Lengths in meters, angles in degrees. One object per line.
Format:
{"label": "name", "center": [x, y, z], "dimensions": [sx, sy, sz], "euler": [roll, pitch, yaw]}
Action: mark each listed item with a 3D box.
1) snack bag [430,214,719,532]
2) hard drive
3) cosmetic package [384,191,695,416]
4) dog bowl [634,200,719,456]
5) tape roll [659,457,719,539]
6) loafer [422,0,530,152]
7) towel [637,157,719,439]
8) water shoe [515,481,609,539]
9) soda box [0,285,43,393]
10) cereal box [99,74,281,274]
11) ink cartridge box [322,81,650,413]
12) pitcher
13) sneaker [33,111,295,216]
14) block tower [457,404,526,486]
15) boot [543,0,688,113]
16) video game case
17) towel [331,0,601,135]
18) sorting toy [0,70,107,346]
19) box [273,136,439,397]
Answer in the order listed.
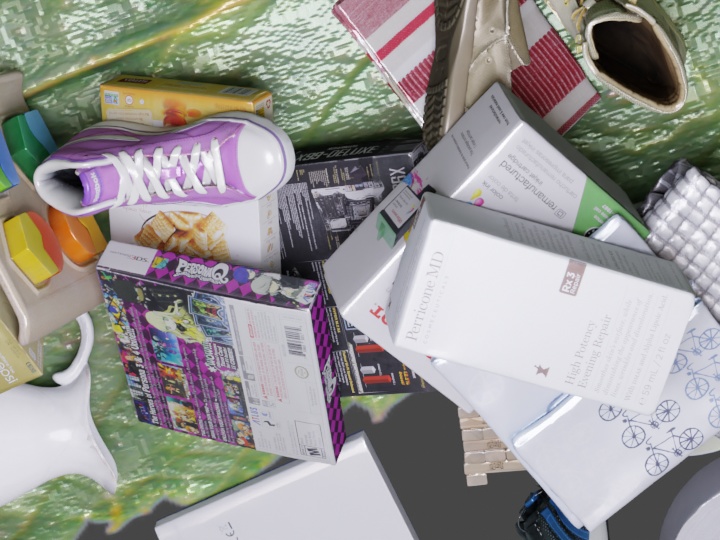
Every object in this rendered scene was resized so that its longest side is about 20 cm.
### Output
{"label": "snack bag", "center": [0.181, 0.076, 1.619], "dimensions": [0.188, 0.021, 0.200], "euler": [-38, 112, 10]}
{"label": "hard drive", "center": [-0.058, 0.234, 1.864], "dimensions": [0.199, 0.025, 0.133], "euler": [-24, 104, 10]}
{"label": "cosmetic package", "center": [0.126, 0.024, 1.547], "dimensions": [0.198, 0.074, 0.102], "euler": [14, 108, -9]}
{"label": "dog bowl", "center": [0.258, 0.045, 1.763], "dimensions": [0.198, 0.079, 0.202], "euler": [1, 107, 3]}
{"label": "tape roll", "center": [0.352, 0.249, 1.827], "dimensions": [0.198, 0.066, 0.202], "euler": [1, 107, 2]}
{"label": "loafer", "center": [0.094, -0.181, 1.657], "dimensions": [0.067, 0.076, 0.202], "euler": [9, 94, -20]}
{"label": "towel", "center": [0.274, 0.027, 1.674], "dimensions": [0.199, 0.086, 0.166], "euler": [34, 107, -9]}
{"label": "water shoe", "center": [0.167, 0.202, 1.819], "dimensions": [0.078, 0.072, 0.202], "euler": [-5, 106, 7]}
{"label": "soda box", "center": [-0.291, 0.008, 1.714], "dimensions": [0.064, 0.201, 0.068], "euler": [-23, 127, 12]}
{"label": "cereal box", "center": [-0.135, -0.051, 1.744], "dimensions": [0.143, 0.039, 0.202], "euler": [7, 112, 25]}
{"label": "ink cartridge box", "center": [0.091, -0.014, 1.624], "dimensions": [0.145, 0.084, 0.200], "euler": [38, 105, -25]}
{"label": "pitcher", "center": [-0.310, 0.116, 1.806], "dimensions": [0.198, 0.121, 0.173], "euler": [-8, 87, -6]}
{"label": "sneaker", "center": [-0.155, -0.070, 1.657], "dimensions": [0.199, 0.114, 0.073], "euler": [-3, 106, 26]}
{"label": "block tower", "center": [0.102, 0.072, 1.792], "dimensions": [0.057, 0.054, 0.202], "euler": [-5, 107, 6]}
{"label": "boot", "center": [0.175, -0.206, 1.650], "dimensions": [0.072, 0.155, 0.200], "euler": [-43, 98, 16]}
{"label": "video game case", "center": [-0.108, 0.068, 1.738], "dimensions": [0.180, 0.036, 0.201], "euler": [10, 141, 16]}
{"label": "towel", "center": [0.085, -0.171, 1.704], "dimensions": [0.144, 0.023, 0.200], "euler": [-42, 103, -20]}
{"label": "sorting toy", "center": [-0.258, -0.055, 1.688], "dimensions": [0.036, 0.185, 0.201], "euler": [-21, 95, 17]}
{"label": "box", "center": [0.000, 0.000, 1.747], "dimensions": [0.157, 0.050, 0.202], "euler": [-6, 106, 27]}
